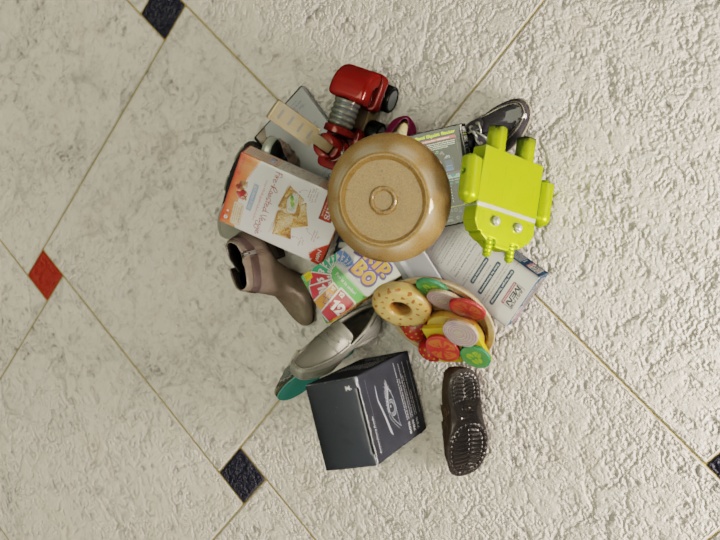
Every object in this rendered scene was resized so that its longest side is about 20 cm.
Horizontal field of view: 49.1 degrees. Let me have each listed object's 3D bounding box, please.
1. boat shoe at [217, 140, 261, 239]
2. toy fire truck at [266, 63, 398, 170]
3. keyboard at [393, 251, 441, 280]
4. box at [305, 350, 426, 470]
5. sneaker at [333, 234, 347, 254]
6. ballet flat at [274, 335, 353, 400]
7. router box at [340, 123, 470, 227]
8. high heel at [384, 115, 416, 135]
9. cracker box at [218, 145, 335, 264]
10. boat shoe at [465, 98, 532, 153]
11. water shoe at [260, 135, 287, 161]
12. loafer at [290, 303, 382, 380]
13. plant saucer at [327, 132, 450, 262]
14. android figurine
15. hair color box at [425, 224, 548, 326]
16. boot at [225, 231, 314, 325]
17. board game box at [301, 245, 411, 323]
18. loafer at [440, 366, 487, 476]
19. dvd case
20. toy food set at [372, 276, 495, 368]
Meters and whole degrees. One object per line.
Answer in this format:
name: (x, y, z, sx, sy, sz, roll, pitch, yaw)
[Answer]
boat shoe: (-0.226, -0.151, 1.497, 0.061, 0.073, 0.201, -109, 32, -50)
toy fire truck: (-0.045, -0.258, 1.297, 0.128, 0.200, 0.178, 23, 99, 19)
keyboard: (0.110, 0.024, 1.303, 0.056, 0.011, 0.201, -25, 121, 18)
box: (0.013, 0.233, 1.336, 0.104, 0.199, 0.149, -14, 89, 30)
sneaker: (-0.022, -0.035, 1.402, 0.200, 0.075, 0.085, -47, 68, 18)
ballet flat: (-0.089, 0.167, 1.468, 0.200, 0.072, 0.072, -39, 78, 26)
router box: (0.083, -0.138, 1.249, 0.198, 0.062, 0.151, -10, 98, 16)
high heel: (0.038, -0.159, 1.305, 0.067, 0.096, 0.201, 30, 87, 5)
cracker box: (-0.131, -0.113, 1.374, 0.198, 0.058, 0.135, 23, 113, -1)
boat shoe: (0.188, -0.205, 1.271, 0.199, 0.063, 0.073, -36, 79, 26)
water shoe: (-0.132, -0.145, 1.431, 0.078, 0.072, 0.202, 5, 115, 17)
loafer: (-0.041, 0.117, 1.355, 0.070, 0.199, 0.070, 34, 139, 28)
plant saucer: (0.039, -0.110, 1.214, 0.198, 0.035, 0.202, 2, 100, 14)
android figurine: (0.220, -0.114, 1.205, 0.041, 0.181, 0.202, -4, 74, 58)
hair color box: (0.194, -0.011, 1.291, 0.200, 0.060, 0.100, 39, 113, 20)
boot: (-0.170, 0.019, 1.438, 0.070, 0.146, 0.201, -32, 81, 29)
board game box: (0.000, 0.000, 1.339, 0.199, 0.030, 0.096, -33, 81, 18)
loafer: (0.173, 0.251, 1.340, 0.072, 0.071, 0.202, -4, 105, -11)
dvd case: (-0.096, -0.215, 1.444, 0.143, 0.018, 0.201, -41, 77, 25)
toy food set: (0.128, 0.084, 1.292, 0.197, 0.049, 0.201, -5, 129, 37)
